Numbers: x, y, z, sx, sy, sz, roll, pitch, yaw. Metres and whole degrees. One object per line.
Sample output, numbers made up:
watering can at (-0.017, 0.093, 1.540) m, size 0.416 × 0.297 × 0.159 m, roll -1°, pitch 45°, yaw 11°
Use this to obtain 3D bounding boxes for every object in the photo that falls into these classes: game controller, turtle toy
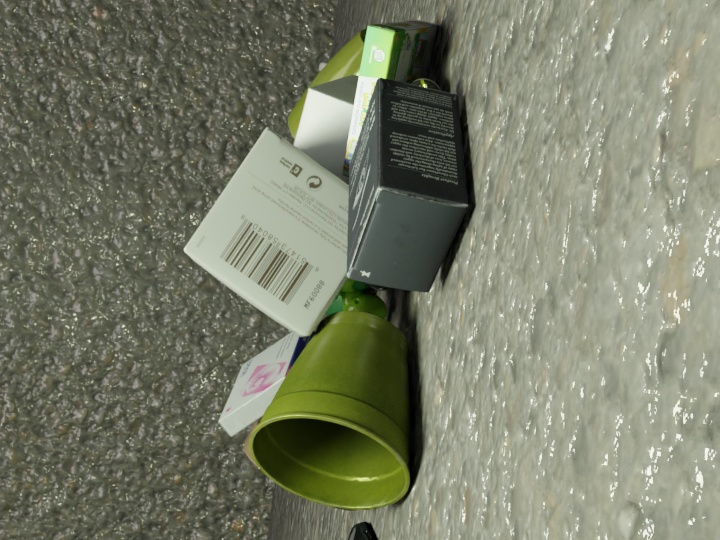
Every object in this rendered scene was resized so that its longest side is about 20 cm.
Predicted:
game controller at (0.003, 0.416, 1.262) m, size 0.200 × 0.042 × 0.105 m, roll -161°, pitch 93°, yaw -82°
turtle toy at (0.000, 0.000, 1.421) m, size 0.146 × 0.100 × 0.203 m, roll 133°, pitch 147°, yaw -68°

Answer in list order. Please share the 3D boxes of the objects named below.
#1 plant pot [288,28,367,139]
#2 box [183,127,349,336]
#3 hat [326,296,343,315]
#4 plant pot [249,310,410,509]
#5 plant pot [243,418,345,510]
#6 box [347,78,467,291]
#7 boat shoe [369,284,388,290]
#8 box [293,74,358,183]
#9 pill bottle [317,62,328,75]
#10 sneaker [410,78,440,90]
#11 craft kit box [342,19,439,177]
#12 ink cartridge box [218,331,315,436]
plant pot at (-0.001, -0.301, 1.577) m, size 0.188 × 0.185 × 0.201 m, roll -91°, pitch 26°, yaw -49°
box at (-0.100, -0.044, 1.252) m, size 0.201 × 0.198 × 0.171 m, roll -56°, pitch 2°, yaw -7°
hat at (0.013, 0.067, 1.579) m, size 0.200 × 0.176 × 0.166 m, roll -39°, pitch -21°, yaw -34°
plant pot at (-0.017, 0.162, 1.164) m, size 0.201 × 0.198 × 0.194 m, roll 108°, pitch 180°, yaw -50°
plant pot at (-0.044, 0.222, 1.343) m, size 0.176 × 0.199 × 0.200 m, roll -62°, pitch 9°, yaw 2°
box at (0.050, -0.101, 1.088) m, size 0.149 × 0.103 × 0.202 m, roll 111°, pitch 165°, yaw -47°
boat shoe at (0.033, -0.020, 1.266) m, size 0.062 × 0.073 × 0.200 m, roll -43°, pitch -8°, yaw -29°
box at (-0.018, -0.203, 1.420) m, size 0.200 × 0.105 × 0.154 m, roll -41°, pitch -29°, yaw -66°
pill bottle at (-0.057, -0.385, 2.194) m, size 0.114 × 0.113 × 0.203 m, roll -111°, pitch 30°, yaw -74°
sneaker at (0.070, -0.160, 1.254) m, size 0.077 × 0.075 × 0.202 m, roll -69°, pitch -1°, yaw -71°
craft kit box at (0.044, -0.240, 1.285) m, size 0.197 × 0.048 × 0.202 m, roll -41°, pitch -35°, yaw -65°
ink cartridge box at (-0.133, 0.165, 1.541) m, size 0.199 × 0.043 × 0.197 m, roll -36°, pitch 14°, yaw 17°
